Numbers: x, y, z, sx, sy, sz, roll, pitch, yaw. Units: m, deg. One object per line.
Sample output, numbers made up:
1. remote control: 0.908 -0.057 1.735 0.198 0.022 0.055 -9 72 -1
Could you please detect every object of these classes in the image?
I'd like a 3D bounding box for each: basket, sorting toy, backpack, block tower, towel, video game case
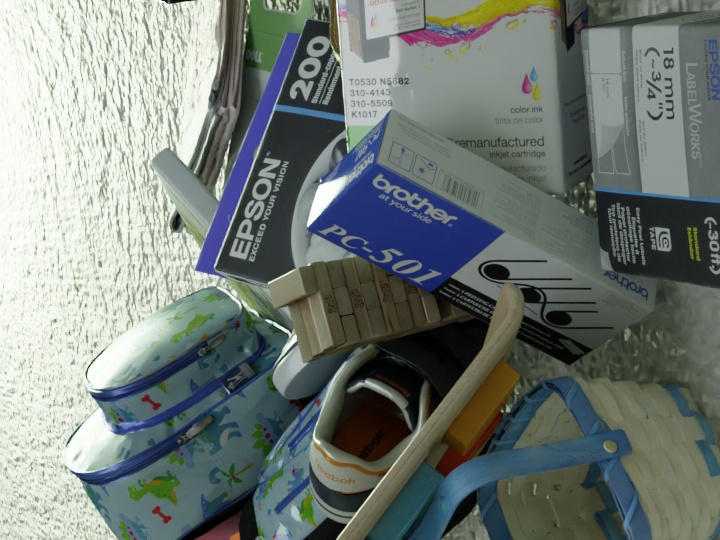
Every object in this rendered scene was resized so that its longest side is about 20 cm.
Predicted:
1. basket: 0.112 0.151 1.128 0.140 0.198 0.177 61 145 25
2. sorting toy: 0.042 0.118 1.111 0.036 0.201 0.185 32 165 8
3. backpack: 0.020 0.138 1.356 0.200 0.162 0.155 -40 52 50
4. backpack: -0.138 0.112 1.476 0.148 0.199 0.183 55 171 -17
5. block tower: 0.043 0.010 1.210 0.054 0.198 0.058 -28 75 61
6. towel: -0.127 -0.157 1.566 0.200 0.032 0.193 116 159 -56
7. video game case: -0.080 0.010 1.493 0.200 0.023 0.182 46 171 23

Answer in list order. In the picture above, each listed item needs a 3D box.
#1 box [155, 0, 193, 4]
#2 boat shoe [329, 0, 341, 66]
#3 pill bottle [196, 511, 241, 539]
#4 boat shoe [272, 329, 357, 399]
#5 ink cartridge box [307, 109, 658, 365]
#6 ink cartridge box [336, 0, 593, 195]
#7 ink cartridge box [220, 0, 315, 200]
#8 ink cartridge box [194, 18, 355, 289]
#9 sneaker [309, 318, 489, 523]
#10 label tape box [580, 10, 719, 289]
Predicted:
1. box: -0.097 -0.272 1.375 0.200 0.197 0.125 24 123 57
2. boat shoe: 0.004 -0.234 1.281 0.073 0.062 0.202 6 88 41
3. pill bottle: -0.086 0.216 1.557 0.199 0.112 0.114 -34 67 29
4. boat shoe: -0.002 -0.001 1.335 0.202 0.074 0.086 -46 63 16
5. ink cartridge box: 0.076 -0.016 1.146 0.094 0.199 0.045 -41 27 52
6. ink cartridge box: 0.064 -0.152 1.168 0.143 0.084 0.202 0 103 22
7. ink cartridge box: -0.050 -0.130 1.469 0.104 0.059 0.202 23 105 58
8. ink cartridge box: -0.029 -0.078 1.325 0.199 0.043 0.200 12 78 42
9. sneaker: 0.035 0.072 1.243 0.078 0.201 0.080 26 153 16
10. label tape box: 0.206 -0.067 1.023 0.199 0.063 0.146 11 110 61
